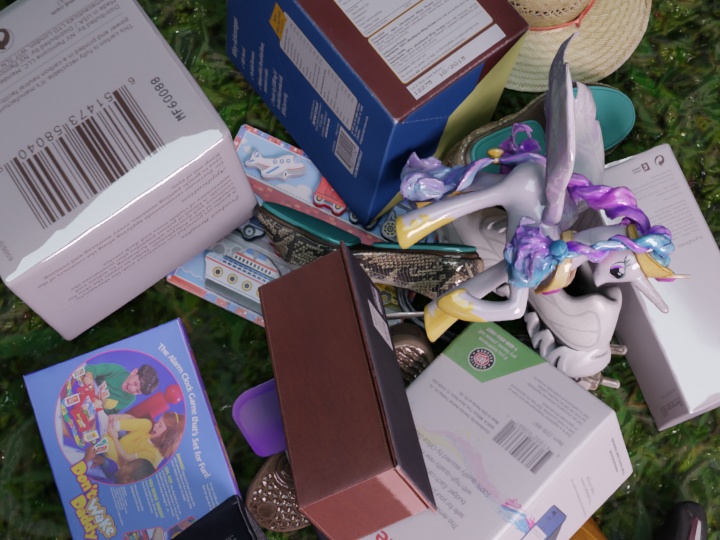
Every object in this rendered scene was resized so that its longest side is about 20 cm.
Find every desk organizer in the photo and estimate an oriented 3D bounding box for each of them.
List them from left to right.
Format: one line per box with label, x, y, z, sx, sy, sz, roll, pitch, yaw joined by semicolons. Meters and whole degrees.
desk organizer;-0.013;0.087;0.927;0.076;0.072;0.202;-24;49;12

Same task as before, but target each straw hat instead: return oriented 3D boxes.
straw hat;0.163;-0.255;1.110;0.197;0.085;0.205;0;76;0

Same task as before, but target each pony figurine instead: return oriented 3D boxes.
pony figurine;0.126;-0.052;0.934;0.197;0.166;0.196;-11;81;18

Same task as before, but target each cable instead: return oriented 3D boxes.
cable;0.114;0.071;1.058;0.197;0.050;0.098;22;90;12

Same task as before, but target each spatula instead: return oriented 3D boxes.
spatula;-0.039;0.172;0.993;0.056;0.021;0.202;-22;105;5

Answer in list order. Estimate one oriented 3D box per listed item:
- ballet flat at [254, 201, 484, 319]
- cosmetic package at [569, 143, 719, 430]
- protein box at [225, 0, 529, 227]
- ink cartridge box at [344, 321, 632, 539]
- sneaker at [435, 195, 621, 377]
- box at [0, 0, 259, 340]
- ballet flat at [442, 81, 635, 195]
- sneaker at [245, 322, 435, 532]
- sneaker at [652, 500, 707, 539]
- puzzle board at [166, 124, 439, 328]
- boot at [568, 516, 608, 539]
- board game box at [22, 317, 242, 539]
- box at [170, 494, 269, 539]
ballet flat;0.000;0.000;1.036;0.197;0.068;0.077;13;98;16
cosmetic package;0.242;0.016;1.032;0.080;0.113;0.203;-20;75;-5
protein box;0.003;-0.182;1.025;0.134;0.199;0.201;-35;77;-17
ink cartridge box;0.076;0.155;0.939;0.200;0.088;0.145;-43;50;-13
sneaker;0.135;-0.009;1.031;0.074;0.082;0.200;-23;55;-32
box;-0.218;-0.093;1.017;0.198;0.172;0.201;-34;73;-6
ballet flat;0.143;-0.109;1.077;0.198;0.065;0.072;-19;93;-33
sneaker;-0.013;0.125;1.031;0.070;0.076;0.200;43;101;-11
sneaker;0.188;0.258;0.991;0.114;0.076;0.203;21;77;8
puzzle board;-0.044;-0.018;1.086;0.198;0.017;0.152;25;77;6
boot;0.177;0.218;0.956;0.142;0.071;0.202;11;53;34
board game box;-0.173;0.158;1.027;0.133;0.045;0.203;-19;77;-5
box;-0.070;0.288;0.893;0.122;0.198;0.201;-34;97;-7
